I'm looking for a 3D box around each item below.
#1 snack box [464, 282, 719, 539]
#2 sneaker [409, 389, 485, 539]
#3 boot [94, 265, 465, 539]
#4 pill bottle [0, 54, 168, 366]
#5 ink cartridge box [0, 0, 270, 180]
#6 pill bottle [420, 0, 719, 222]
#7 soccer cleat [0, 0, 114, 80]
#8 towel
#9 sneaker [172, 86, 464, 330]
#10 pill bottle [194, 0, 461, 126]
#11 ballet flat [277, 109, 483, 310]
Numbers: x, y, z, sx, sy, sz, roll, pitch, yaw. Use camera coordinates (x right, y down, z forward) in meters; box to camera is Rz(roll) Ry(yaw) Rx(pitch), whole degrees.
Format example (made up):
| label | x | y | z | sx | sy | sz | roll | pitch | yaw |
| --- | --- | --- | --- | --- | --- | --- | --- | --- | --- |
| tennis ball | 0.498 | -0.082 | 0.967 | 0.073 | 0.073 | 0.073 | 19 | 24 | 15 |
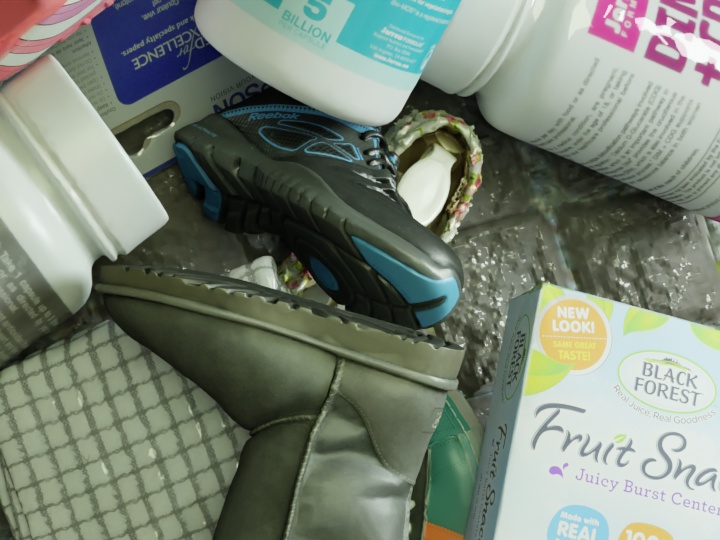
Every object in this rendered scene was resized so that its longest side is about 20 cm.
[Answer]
| label | x | y | z | sx | sy | sz | roll | pitch | yaw |
| --- | --- | --- | --- | --- | --- | --- | --- | --- | --- |
| snack box | 0.123 | 0.122 | 1.112 | 0.142 | 0.053 | 0.201 | 15 | 77 | -13 |
| sneaker | 0.029 | 0.154 | 1.143 | 0.080 | 0.071 | 0.201 | -5 | 81 | -20 |
| boot | -0.054 | 0.109 | 1.023 | 0.181 | 0.073 | 0.201 | 17 | 95 | 15 |
| pill bottle | -0.194 | -0.003 | 1.075 | 0.200 | 0.114 | 0.114 | -36 | 89 | -6 |
| ink cartridge box | -0.140 | -0.132 | 1.141 | 0.197 | 0.047 | 0.201 | -30 | 129 | -19 |
| pill bottle | 0.128 | -0.107 | 1.191 | 0.199 | 0.113 | 0.114 | 21 | 74 | -16 |
| soccer cleat | -0.115 | -0.148 | 1.079 | 0.067 | 0.077 | 0.200 | 34 | 80 | 38 |
| towel | -0.072 | 0.114 | 1.098 | 0.165 | 0.086 | 0.201 | -25 | 81 | 8 |
| sneaker | -0.009 | -0.041 | 1.120 | 0.082 | 0.200 | 0.073 | -36 | 133 | -18 |
| pill bottle | 0.012 | -0.176 | 1.096 | 0.110 | 0.111 | 0.201 | 27 | 102 | -8 |
| ballet flat | 0.000 | 0.000 | 1.171 | 0.075 | 0.064 | 0.201 | 30 | 73 | -9 |
